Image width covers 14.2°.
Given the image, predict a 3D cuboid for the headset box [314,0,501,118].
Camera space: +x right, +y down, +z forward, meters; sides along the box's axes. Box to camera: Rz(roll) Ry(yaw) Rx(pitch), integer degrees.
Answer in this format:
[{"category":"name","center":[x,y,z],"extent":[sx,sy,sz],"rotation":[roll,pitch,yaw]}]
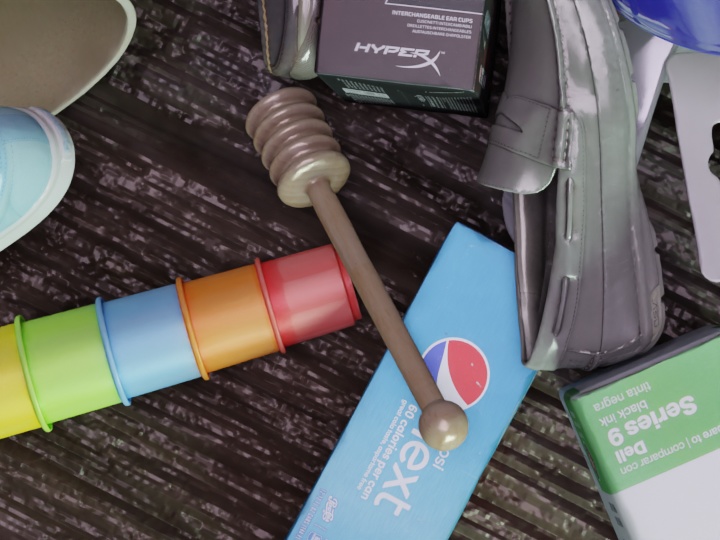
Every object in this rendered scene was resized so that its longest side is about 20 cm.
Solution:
[{"category":"headset box","center":[0.032,-0.177,1.319],"extent":[0.077,0.149,0.201],"rotation":[8,88,5]}]

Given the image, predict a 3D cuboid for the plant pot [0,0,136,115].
[{"category":"plant pot","center":[-0.228,-0.165,1.328],"extent":[0.187,0.187,0.201],"rotation":[-27,76,2]}]

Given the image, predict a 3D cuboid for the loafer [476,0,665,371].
[{"category":"loafer","center":[0.085,-0.053,1.281],"extent":[0.069,0.070,0.201],"rotation":[-13,99,-16]}]

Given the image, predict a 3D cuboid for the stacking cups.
[{"category":"stacking cups","center":[-0.099,0.033,1.373],"extent":[0.199,0.061,0.061],"rotation":[-15,88,-3]}]

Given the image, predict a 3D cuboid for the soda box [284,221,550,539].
[{"category":"soda box","center":[0.027,0.081,1.357],"extent":[0.068,0.064,0.201],"rotation":[28,90,2]}]

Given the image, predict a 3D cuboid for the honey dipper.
[{"category":"honey dipper","center":[0.000,0.000,1.327],"extent":[0.038,0.038,0.201],"rotation":[-28,58,2]}]

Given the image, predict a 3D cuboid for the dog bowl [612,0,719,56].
[{"category":"dog bowl","center":[0.183,-0.191,1.265],"extent":[0.199,0.079,0.201],"rotation":[-11,49,12]}]

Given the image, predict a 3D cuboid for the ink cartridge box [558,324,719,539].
[{"category":"ink cartridge box","center":[0.167,0.131,1.309],"extent":[0.084,0.146,0.201],"rotation":[-23,88,1]}]

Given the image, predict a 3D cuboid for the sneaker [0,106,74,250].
[{"category":"sneaker","center":[-0.225,-0.010,1.341],"extent":[0.200,0.082,0.074],"rotation":[-45,68,18]}]

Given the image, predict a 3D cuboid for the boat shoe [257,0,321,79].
[{"category":"boat shoe","center":[-0.048,-0.186,1.369],"extent":[0.073,0.074,0.201],"rotation":[-5,80,12]}]

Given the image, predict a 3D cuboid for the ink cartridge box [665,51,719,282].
[{"category":"ink cartridge box","center":[0.244,-0.067,1.281],"extent":[0.199,0.068,0.117],"rotation":[-7,73,-3]}]

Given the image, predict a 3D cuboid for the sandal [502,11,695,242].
[{"category":"sandal","center":[0.119,-0.102,1.360],"extent":[0.079,0.059,0.208],"rotation":[20,91,22]}]
